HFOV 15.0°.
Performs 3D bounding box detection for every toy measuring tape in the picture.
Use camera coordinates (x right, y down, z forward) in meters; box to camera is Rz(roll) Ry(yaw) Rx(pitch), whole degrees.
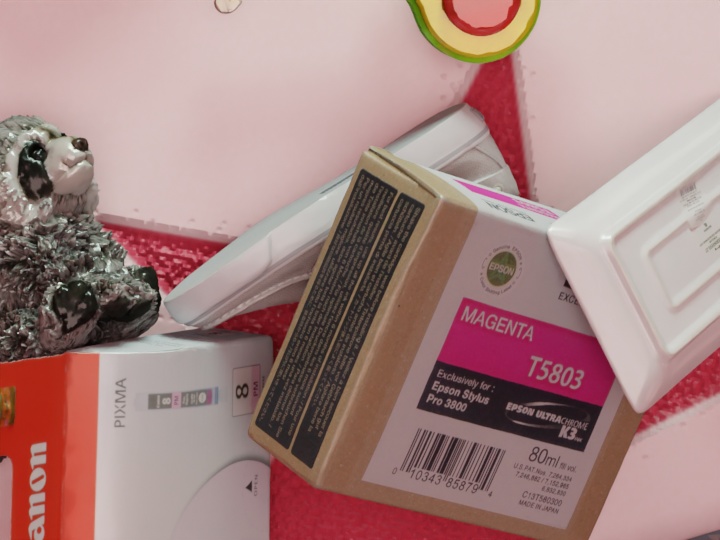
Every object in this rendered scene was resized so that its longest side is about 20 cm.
[{"bbox_3d":[0.025,-0.137,1.453,0.199,0.074,0.074,-12,97,-3],"label":"toy measuring tape"}]

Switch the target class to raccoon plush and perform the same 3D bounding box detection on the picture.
[{"bbox_3d":[-0.201,0.010,1.447,0.200,0.097,0.134,-41,75,12],"label":"raccoon plush"}]

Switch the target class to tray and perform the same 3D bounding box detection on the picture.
[{"bbox_3d":[0.179,-0.016,1.434,0.200,0.022,0.108,-35,100,-45],"label":"tray"}]

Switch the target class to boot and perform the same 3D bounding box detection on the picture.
[{"bbox_3d":[0.000,0.000,1.461,0.199,0.074,0.096,-31,99,-4],"label":"boot"}]

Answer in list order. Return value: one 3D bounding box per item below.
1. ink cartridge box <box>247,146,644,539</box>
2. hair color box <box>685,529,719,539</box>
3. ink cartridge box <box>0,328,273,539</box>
[{"bbox_3d":[0.062,0.044,1.422,0.199,0.075,0.166,16,102,-39],"label":"ink cartridge box"},{"bbox_3d":[0.178,0.206,1.505,0.199,0.061,0.100,-16,97,-3],"label":"hair color box"},{"bbox_3d":[-0.119,0.120,1.415,0.057,0.200,0.164,5,97,29],"label":"ink cartridge box"}]
